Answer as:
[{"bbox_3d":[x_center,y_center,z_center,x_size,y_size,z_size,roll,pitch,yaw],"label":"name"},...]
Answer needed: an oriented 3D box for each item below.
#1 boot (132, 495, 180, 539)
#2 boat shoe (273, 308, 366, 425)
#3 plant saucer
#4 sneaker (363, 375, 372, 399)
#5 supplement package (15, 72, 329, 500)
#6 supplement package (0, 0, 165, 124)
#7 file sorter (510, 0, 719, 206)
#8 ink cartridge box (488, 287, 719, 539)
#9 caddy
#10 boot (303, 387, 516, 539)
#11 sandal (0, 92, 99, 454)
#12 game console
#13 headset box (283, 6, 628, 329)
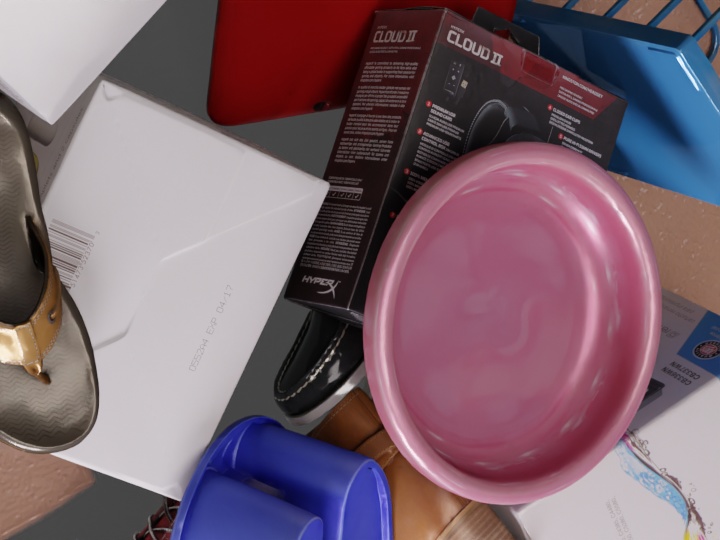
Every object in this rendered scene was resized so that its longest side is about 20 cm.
[{"bbox_3d":[-0.153,0.181,1.338,0.199,0.072,0.145,18,96,-36],"label":"boot"},{"bbox_3d":[0.000,0.000,1.358,0.060,0.075,0.201,41,73,-26],"label":"boat shoe"},{"bbox_3d":[0.079,0.028,1.248,0.199,0.051,0.202,-4,98,-33],"label":"plant saucer"},{"bbox_3d":[0.081,0.032,1.395,0.075,0.084,0.200,39,86,-28],"label":"sneaker"},{"bbox_3d":[-0.141,0.001,1.267,0.155,0.111,0.201,24,93,-28],"label":"supplement package"},{"bbox_3d":[-0.187,-0.195,1.139,0.152,0.200,0.151,-48,118,-5],"label":"supplement package"},{"bbox_3d":[0.207,-0.133,1.346,0.123,0.200,0.139,-44,118,-12],"label":"file sorter"},{"bbox_3d":[0.170,0.135,1.431,0.199,0.147,0.147,-32,116,-15],"label":"ink cartridge box"},{"bbox_3d":[-0.054,0.183,1.305,0.141,0.104,0.201,-43,138,-51],"label":"caddy"},{"bbox_3d":[0.009,0.167,1.395,0.155,0.200,0.077,46,59,6],"label":"boot"},{"bbox_3d":[-0.182,0.005,1.155,0.081,0.055,0.201,-12,106,-17],"label":"sandal"},{"bbox_3d":[-0.007,-0.198,1.327,0.199,0.119,0.173,-11,78,-23],"label":"game console"},{"bbox_3d":[0.060,-0.052,1.302,0.148,0.077,0.201,21,82,-33],"label":"headset box"}]
